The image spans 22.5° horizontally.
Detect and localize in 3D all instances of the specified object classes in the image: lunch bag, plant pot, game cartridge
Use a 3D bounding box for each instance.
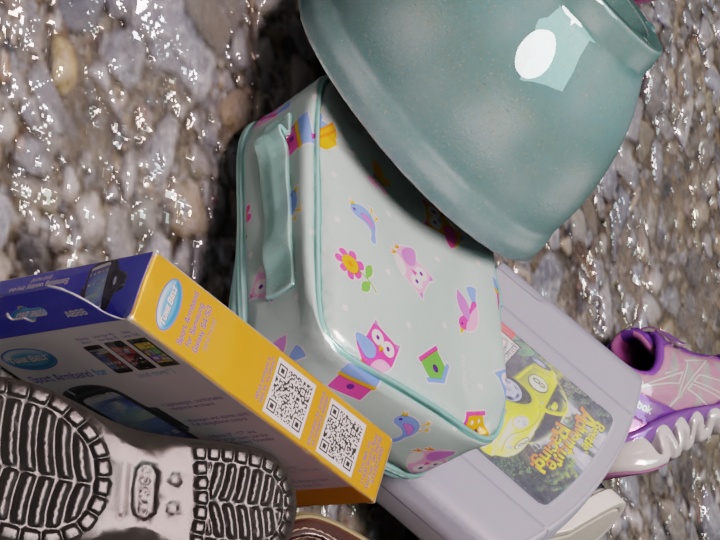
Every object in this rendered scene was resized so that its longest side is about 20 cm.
[{"bbox_3d":[0.000,0.000,0.977,0.160,0.077,0.201,30,41,-35],"label":"lunch bag"},{"bbox_3d":[0.082,-0.124,1.011,0.200,0.134,0.201,44,20,-20],"label":"plant pot"},{"bbox_3d":[0.084,0.088,1.066,0.133,0.041,0.200,42,45,4],"label":"game cartridge"}]

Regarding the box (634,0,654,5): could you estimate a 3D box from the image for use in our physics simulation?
[{"bbox_3d":[0.127,-0.269,1.183,0.199,0.096,0.177,-2,85,-48],"label":"box"}]

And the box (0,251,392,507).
[{"bbox_3d":[-0.091,0.052,0.864,0.200,0.119,0.042,43,53,-35],"label":"box"}]

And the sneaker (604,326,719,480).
[{"bbox_3d":[0.208,0.076,1.233,0.200,0.080,0.089,-17,89,-47],"label":"sneaker"}]

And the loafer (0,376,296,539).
[{"bbox_3d":[-0.131,0.103,0.839,0.199,0.071,0.073,18,68,-21],"label":"loafer"}]

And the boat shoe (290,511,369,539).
[{"bbox_3d":[0.021,0.211,0.957,0.072,0.072,0.200,-38,95,-8],"label":"boat shoe"}]

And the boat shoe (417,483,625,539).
[{"bbox_3d":[0.069,0.160,1.069,0.199,0.074,0.060,-24,59,-32],"label":"boat shoe"}]
